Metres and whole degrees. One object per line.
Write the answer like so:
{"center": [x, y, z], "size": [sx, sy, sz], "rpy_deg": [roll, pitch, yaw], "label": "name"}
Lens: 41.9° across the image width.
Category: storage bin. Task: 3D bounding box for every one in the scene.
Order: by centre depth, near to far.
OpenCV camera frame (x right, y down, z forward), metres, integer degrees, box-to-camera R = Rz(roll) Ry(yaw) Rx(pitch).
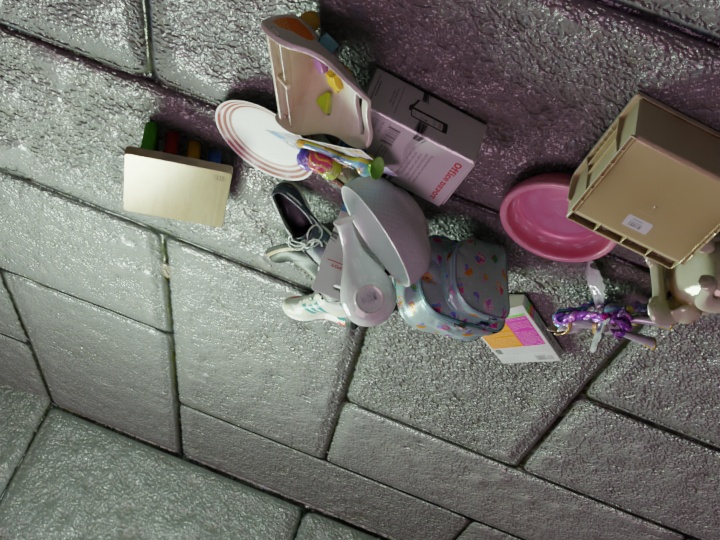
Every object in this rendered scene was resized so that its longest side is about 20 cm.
{"center": [0.433, -0.122, 1.370], "size": [0.198, 0.094, 0.199], "rpy_deg": [25, 141, -5], "label": "storage bin"}

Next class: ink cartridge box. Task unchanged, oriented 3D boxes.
{"center": [0.079, -0.208, 1.495], "size": [0.198, 0.085, 0.146], "rpy_deg": [26, 150, -8], "label": "ink cartridge box"}
{"center": [-0.007, -0.025, 1.714], "size": [0.115, 0.202, 0.067], "rpy_deg": [21, 160, 1], "label": "ink cartridge box"}

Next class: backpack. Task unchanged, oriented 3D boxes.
{"center": [0.165, 0.027, 1.676], "size": [0.198, 0.178, 0.153], "rpy_deg": [10, 159, -24], "label": "backpack"}

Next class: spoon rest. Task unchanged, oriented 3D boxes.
{"center": [0.000, 0.000, 1.629], "size": [0.098, 0.061, 0.202], "rpy_deg": [-18, 103, -3], "label": "spoon rest"}

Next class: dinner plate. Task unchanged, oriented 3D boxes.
{"center": [-0.166, -0.233, 1.656], "size": [0.198, 0.024, 0.201], "rpy_deg": [22, 153, 12], "label": "dinner plate"}

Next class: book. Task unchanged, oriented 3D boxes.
{"center": [0.310, 0.122, 1.899], "size": [0.132, 0.048, 0.200], "rpy_deg": [-6, 140, 34], "label": "book"}

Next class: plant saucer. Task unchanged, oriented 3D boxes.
{"center": [0.331, -0.093, 1.547], "size": [0.198, 0.051, 0.201], "rpy_deg": [17, 149, 11], "label": "plant saucer"}

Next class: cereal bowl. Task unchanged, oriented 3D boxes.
{"center": [0.055, -0.077, 1.566], "size": [0.201, 0.083, 0.200], "rpy_deg": [54, 170, 14], "label": "cereal bowl"}

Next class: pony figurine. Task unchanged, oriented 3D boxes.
{"center": [0.445, 0.083, 1.674], "size": [0.197, 0.168, 0.194], "rpy_deg": [4, 156, 1], "label": "pony figurine"}

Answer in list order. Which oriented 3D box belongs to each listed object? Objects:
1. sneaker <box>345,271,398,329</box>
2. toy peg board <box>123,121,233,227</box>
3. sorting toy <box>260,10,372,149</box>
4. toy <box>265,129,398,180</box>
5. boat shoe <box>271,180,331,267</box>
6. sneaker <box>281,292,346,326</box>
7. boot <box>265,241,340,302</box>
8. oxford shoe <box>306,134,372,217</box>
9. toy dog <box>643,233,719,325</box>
{"center": [0.042, 0.064, 1.927], "size": [0.103, 0.060, 0.201], "rpy_deg": [27, 126, 8], "label": "sneaker"}
{"center": [-0.349, -0.190, 1.812], "size": [0.197, 0.099, 0.200], "rpy_deg": [10, 151, -10], "label": "toy peg board"}
{"center": [-0.048, -0.269, 1.393], "size": [0.180, 0.106, 0.201], "rpy_deg": [44, 159, 25], "label": "sorting toy"}
{"center": [-0.051, -0.171, 1.486], "size": [0.198, 0.048, 0.115], "rpy_deg": [14, 173, 36], "label": "toy"}
{"center": [-0.104, -0.076, 1.775], "size": [0.074, 0.062, 0.201], "rpy_deg": [-20, 107, 23], "label": "boat shoe"}
{"center": [-0.085, 0.061, 2.048], "size": [0.198, 0.071, 0.094], "rpy_deg": [7, 129, 25], "label": "sneaker"}
{"center": [-0.101, 0.005, 1.880], "size": [0.198, 0.077, 0.140], "rpy_deg": [-7, 97, 41], "label": "boot"}
{"center": [-0.014, -0.179, 1.639], "size": [0.073, 0.071, 0.200], "rpy_deg": [-34, 120, 21], "label": "oxford shoe"}
{"center": [0.574, 0.015, 1.480], "size": [0.193, 0.141, 0.199], "rpy_deg": [25, 152, -30], "label": "toy dog"}
